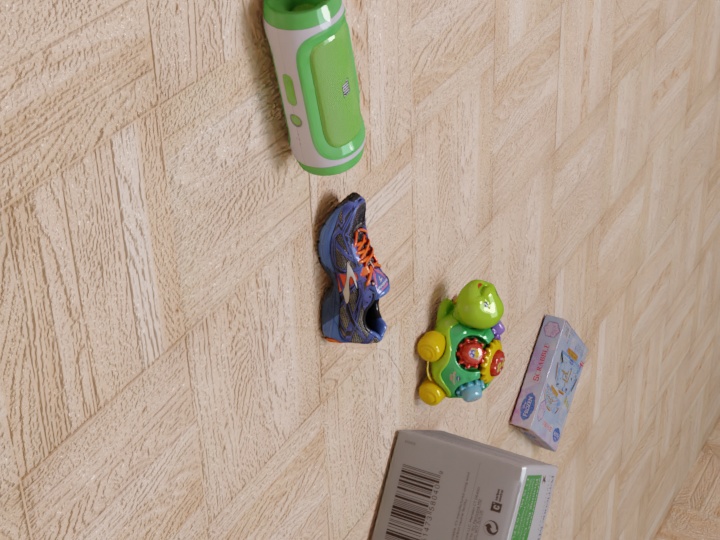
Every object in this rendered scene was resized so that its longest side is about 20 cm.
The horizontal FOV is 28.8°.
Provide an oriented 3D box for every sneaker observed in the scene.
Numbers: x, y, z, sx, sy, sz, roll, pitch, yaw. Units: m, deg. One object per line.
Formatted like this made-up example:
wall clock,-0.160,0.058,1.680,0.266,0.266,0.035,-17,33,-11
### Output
sneaker,0.000,0.000,1.640,0.075,0.078,0.202,-46,142,-47

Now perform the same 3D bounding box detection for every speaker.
speaker,-0.045,-0.197,1.437,0.089,0.088,0.201,-54,147,-37

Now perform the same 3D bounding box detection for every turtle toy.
turtle toy,0.153,0.100,1.979,0.146,0.100,0.202,-45,141,-47

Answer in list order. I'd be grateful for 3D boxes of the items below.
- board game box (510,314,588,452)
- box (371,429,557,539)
board game box,0.336,0.201,2.476,0.200,0.041,0.201,43,65,-62
box,0.146,0.344,1.982,0.171,0.198,0.201,17,87,-66
